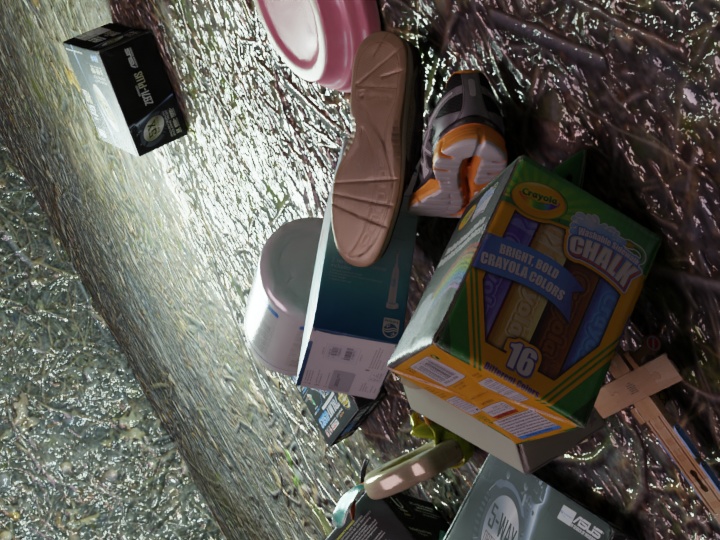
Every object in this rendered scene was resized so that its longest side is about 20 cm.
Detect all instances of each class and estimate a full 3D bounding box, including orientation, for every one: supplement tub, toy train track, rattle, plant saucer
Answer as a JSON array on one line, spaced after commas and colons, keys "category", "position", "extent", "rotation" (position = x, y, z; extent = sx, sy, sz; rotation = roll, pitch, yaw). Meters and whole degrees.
[{"category": "supplement tub", "position": [-0.066, 0.034, 1.446], "extent": [0.133, 0.131, 0.200], "rotation": [58, 159, 13]}, {"category": "toy train track", "position": [0.243, 0.117, 0.942], "extent": [0.201, 0.032, 0.115], "rotation": [55, 152, 6]}, {"category": "rattle", "position": [0.020, 0.194, 1.379], "extent": [0.199, 0.130, 0.143], "rotation": [-28, 102, 47]}, {"category": "plant saucer", "position": [-0.053, -0.261, 1.171], "extent": [0.201, 0.051, 0.201], "rotation": [50, 155, 33]}]

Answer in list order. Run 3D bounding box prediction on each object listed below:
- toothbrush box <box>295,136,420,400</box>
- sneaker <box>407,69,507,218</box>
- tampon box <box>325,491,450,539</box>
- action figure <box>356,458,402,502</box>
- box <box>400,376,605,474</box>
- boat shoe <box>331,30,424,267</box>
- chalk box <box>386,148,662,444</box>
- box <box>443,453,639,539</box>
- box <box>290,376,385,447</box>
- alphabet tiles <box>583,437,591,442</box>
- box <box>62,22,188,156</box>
[{"category": "toothbrush box", "position": [0.000, 0.000, 1.162], "extent": [0.147, 0.084, 0.202], "rotation": [109, 171, -64]}, {"category": "sneaker", "position": [0.084, -0.096, 1.024], "extent": [0.200, 0.077, 0.078], "rotation": [113, 156, -71]}, {"category": "tampon box", "position": [0.067, 0.379, 1.462], "extent": [0.150, 0.126, 0.200], "rotation": [29, -166, -51]}, {"category": "action figure", "position": [0.033, 0.357, 1.641], "extent": [0.201, 0.102, 0.119], "rotation": [57, 171, 12]}, {"category": "box", "position": [0.120, 0.102, 1.110], "extent": [0.200, 0.094, 0.078], "rotation": [20, 132, 60]}, {"category": "boat shoe", "position": [0.023, -0.103, 1.065], "extent": [0.071, 0.065, 0.202], "rotation": [11, 99, 35]}, {"category": "chalk box", "position": [0.128, 0.007, 0.904], "extent": [0.123, 0.201, 0.125], "rotation": [30, 162, -6]}, {"category": "box", "position": [0.158, 0.283, 1.173], "extent": [0.043, 0.161, 0.200], "rotation": [29, 180, -32]}, {"category": "box", "position": [-0.054, 0.118, 1.635], "extent": [0.199, 0.049, 0.200], "rotation": [58, 159, 13]}, {"category": "alphabet tiles", "position": [0.150, 0.095, 1.170], "extent": [0.167, 0.006, 0.200], "rotation": [62, 160, 6]}, {"category": "box", "position": [-0.356, -0.275, 1.841], "extent": [0.200, 0.086, 0.165], "rotation": [27, 140, 58]}]
